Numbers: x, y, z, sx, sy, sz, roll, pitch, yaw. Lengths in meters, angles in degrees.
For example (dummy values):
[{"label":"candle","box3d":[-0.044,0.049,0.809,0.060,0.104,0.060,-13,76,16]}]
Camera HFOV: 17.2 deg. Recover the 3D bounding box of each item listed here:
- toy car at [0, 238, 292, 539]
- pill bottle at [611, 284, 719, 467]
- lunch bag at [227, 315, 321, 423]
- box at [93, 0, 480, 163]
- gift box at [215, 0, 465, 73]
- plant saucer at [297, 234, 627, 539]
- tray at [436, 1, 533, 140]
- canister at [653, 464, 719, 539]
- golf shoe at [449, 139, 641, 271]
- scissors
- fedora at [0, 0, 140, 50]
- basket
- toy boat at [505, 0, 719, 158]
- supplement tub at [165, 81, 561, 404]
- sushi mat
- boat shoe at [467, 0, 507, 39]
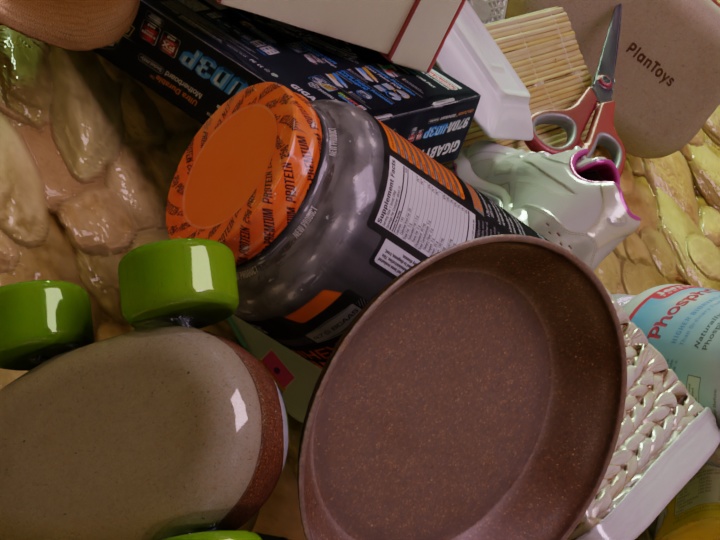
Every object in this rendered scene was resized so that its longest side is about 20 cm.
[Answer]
[{"label":"toy car","box3d":[-0.076,0.094,1.144,0.200,0.157,0.165,22,58,-59]},{"label":"pill bottle","box3d":[0.221,0.067,1.498,0.108,0.200,0.110,-5,99,-33]},{"label":"lunch bag","box3d":[0.000,0.000,1.376,0.161,0.077,0.200,60,33,4]},{"label":"box","box3d":[-0.052,-0.120,1.352,0.200,0.046,0.159,34,25,22]},{"label":"gift box","box3d":[-0.005,-0.238,1.332,0.186,0.201,0.185,13,27,-42]},{"label":"plant saucer","box3d":[0.044,0.074,1.159,0.200,0.201,0.037,26,1,-40]},{"label":"tray","box3d":[0.047,-0.169,1.495,0.201,0.022,0.107,57,16,9]},{"label":"canister","box3d":[0.265,0.142,1.606,0.148,0.086,0.201,43,36,-23]},{"label":"golf shoe","box3d":[0.111,-0.040,1.419,0.075,0.091,0.200,53,5,-24]},{"label":"scissors","box3d":[0.167,-0.115,1.612,0.073,0.014,0.200,37,42,2]},{"label":"fedora","box3d":[-0.206,-0.183,1.250,0.200,0.082,0.201,32,41,-32]},{"label":"basket","box3d":[0.100,0.110,1.369,0.124,0.135,0.200,54,31,3]},{"label":"toy boat","box3d":[0.181,-0.182,1.765,0.200,0.131,0.131,34,8,-33]},{"label":"supplement tub","box3d":[0.005,-0.006,1.213,0.200,0.122,0.123,33,40,-32]},{"label":"sushi mat","box3d":[0.095,-0.117,1.569,0.200,0.012,0.096,-20,88,-49]},{"label":"boat shoe","box3d":[0.052,-0.147,1.593,0.075,0.062,0.201,39,48,-31]}]
